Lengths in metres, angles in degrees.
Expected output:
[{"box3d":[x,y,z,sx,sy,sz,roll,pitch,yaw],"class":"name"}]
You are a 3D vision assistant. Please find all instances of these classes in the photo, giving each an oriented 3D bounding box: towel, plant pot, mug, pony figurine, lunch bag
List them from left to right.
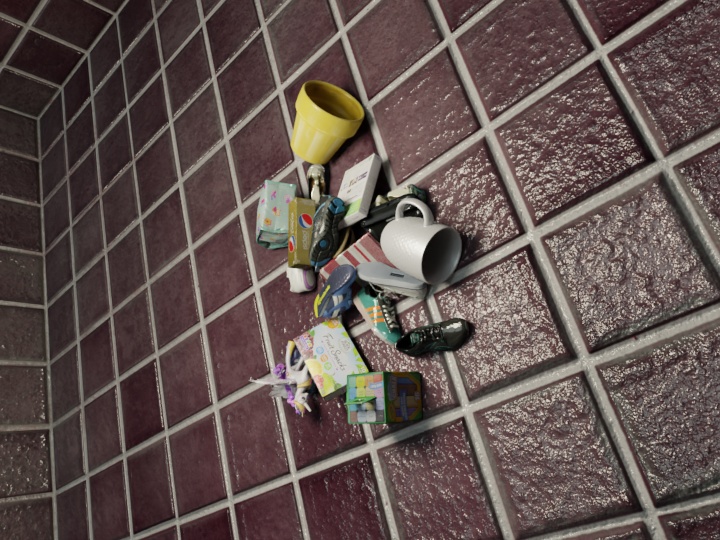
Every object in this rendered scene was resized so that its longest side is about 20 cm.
[{"box3d":[-0.266,-0.168,1.854,0.200,0.122,0.171,135,141,-70],"class":"lunch bag"},{"box3d":[-0.197,0.311,1.706,0.193,0.167,0.201,5,68,30],"class":"pony figurine"},{"box3d":[-0.114,-0.429,1.757,0.201,0.200,0.189,59,134,32],"class":"plant pot"},{"box3d":[0.000,0.000,1.614,0.200,0.144,0.023,-36,16,30],"class":"towel"},{"box3d":[0.138,-0.084,1.468,0.175,0.147,0.201,26,132,44],"class":"mug"}]

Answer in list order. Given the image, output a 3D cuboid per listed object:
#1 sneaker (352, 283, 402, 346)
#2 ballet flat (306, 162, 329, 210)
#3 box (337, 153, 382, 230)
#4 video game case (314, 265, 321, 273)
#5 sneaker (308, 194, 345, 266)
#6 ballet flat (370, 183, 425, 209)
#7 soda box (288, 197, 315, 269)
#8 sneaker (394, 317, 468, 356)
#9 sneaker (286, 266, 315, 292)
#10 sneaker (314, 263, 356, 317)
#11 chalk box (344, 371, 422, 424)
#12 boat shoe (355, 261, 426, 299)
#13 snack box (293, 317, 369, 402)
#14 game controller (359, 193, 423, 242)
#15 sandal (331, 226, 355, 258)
[{"box3d":[0.058,0.114,1.564,0.080,0.071,0.200,-50,58,18],"class":"sneaker"},{"box3d":[-0.132,-0.264,1.803,0.073,0.073,0.201,-7,78,39],"class":"ballet flat"},{"box3d":[-0.014,-0.218,1.657,0.144,0.036,0.201,-21,45,51],"class":"box"},{"box3d":[-0.109,-0.091,1.724,0.143,0.019,0.201,153,126,-85],"class":"video game case"},{"box3d":[-0.099,-0.110,1.623,0.082,0.073,0.201,32,106,55],"class":"sneaker"},{"box3d":[0.082,-0.187,1.606,0.200,0.074,0.074,-21,68,34],"class":"ballet flat"},{"box3d":[-0.173,-0.109,1.731,0.068,0.064,0.201,-21,67,61],"class":"soda box"},{"box3d":[0.173,0.169,1.451,0.200,0.079,0.076,-27,64,32],"class":"sneaker"},{"box3d":[-0.196,-0.028,1.808,0.099,0.075,0.201,-19,69,38],"class":"sneaker"},{"box3d":[-0.055,0.058,1.608,0.200,0.082,0.074,-53,32,39],"class":"sneaker"},{"box3d":[0.045,0.312,1.449,0.124,0.200,0.124,-12,73,38],"class":"chalk box"},{"box3d":[0.081,0.037,1.551,0.201,0.075,0.086,11,129,22],"class":"boat shoe"},{"box3d":[-0.080,0.241,1.624,0.142,0.053,0.200,-27,57,-9],"class":"snack box"},{"box3d":[0.090,-0.137,1.580,0.200,0.104,0.042,-17,35,37],"class":"game controller"},{"box3d":[-0.040,-0.106,1.703,0.078,0.070,0.212,-34,38,31],"class":"sandal"}]
